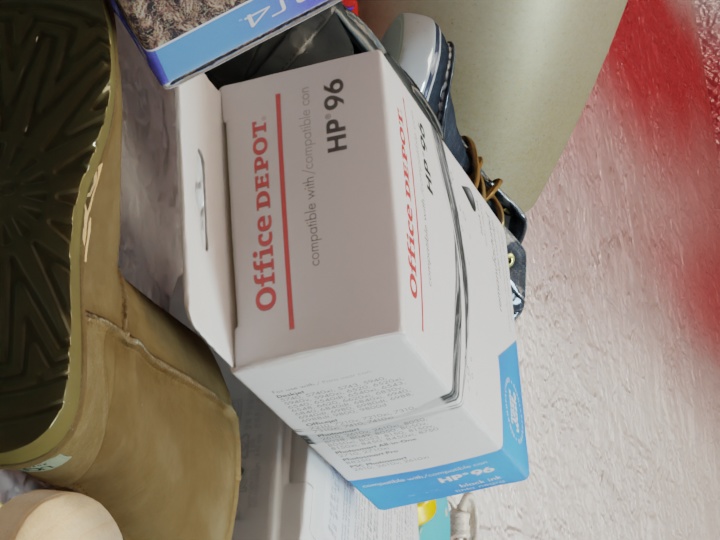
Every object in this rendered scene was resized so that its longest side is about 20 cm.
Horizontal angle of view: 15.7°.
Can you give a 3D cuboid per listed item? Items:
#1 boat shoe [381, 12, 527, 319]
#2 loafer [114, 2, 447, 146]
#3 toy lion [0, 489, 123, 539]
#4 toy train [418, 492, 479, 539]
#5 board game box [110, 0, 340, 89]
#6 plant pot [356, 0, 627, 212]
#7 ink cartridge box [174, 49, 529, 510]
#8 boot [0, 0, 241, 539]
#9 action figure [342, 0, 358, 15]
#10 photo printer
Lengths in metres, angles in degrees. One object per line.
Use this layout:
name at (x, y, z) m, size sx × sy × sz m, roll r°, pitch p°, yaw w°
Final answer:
boat shoe at (0.041, -0.037, 1.237) m, size 0.200 × 0.091 × 0.071 m, roll 102°, pitch -6°, yaw -46°
loafer at (-0.031, -0.088, 1.023) m, size 0.201 × 0.068 × 0.070 m, roll 40°, pitch 0°, yaw -38°
toy lion at (-0.075, 0.181, 0.783) m, size 0.200 × 0.069 × 0.192 m, roll 32°, pitch 66°, yaw -43°
toy train at (0.018, 0.192, 1.279) m, size 0.150 × 0.056 × 0.200 m, roll 61°, pitch 30°, yaw -61°
board game box at (-0.076, -0.188, 0.806) m, size 0.159 × 0.097 × 0.200 m, roll 57°, pitch -7°, yaw 41°
plant pot at (0.057, -0.134, 1.346) m, size 0.187 × 0.187 × 0.200 m, roll -58°, pitch 154°, yaw -69°
ink cartridge box at (0.000, 0.000, 0.968) m, size 0.200 × 0.068 × 0.116 m, roll 49°, pitch 33°, yaw -60°
boot at (-0.090, 0.007, 0.890) m, size 0.200 × 0.066 × 0.175 m, roll 50°, pitch 43°, yaw -69°
action figure at (-0.022, -0.082, 1.222) m, size 0.200 × 0.052 × 0.065 m, roll -84°, pitch 168°, yaw -57°
photo printer at (-0.025, 0.109, 1.083) m, size 0.200 × 0.069 × 0.166 m, roll 64°, pitch 24°, yaw -54°
